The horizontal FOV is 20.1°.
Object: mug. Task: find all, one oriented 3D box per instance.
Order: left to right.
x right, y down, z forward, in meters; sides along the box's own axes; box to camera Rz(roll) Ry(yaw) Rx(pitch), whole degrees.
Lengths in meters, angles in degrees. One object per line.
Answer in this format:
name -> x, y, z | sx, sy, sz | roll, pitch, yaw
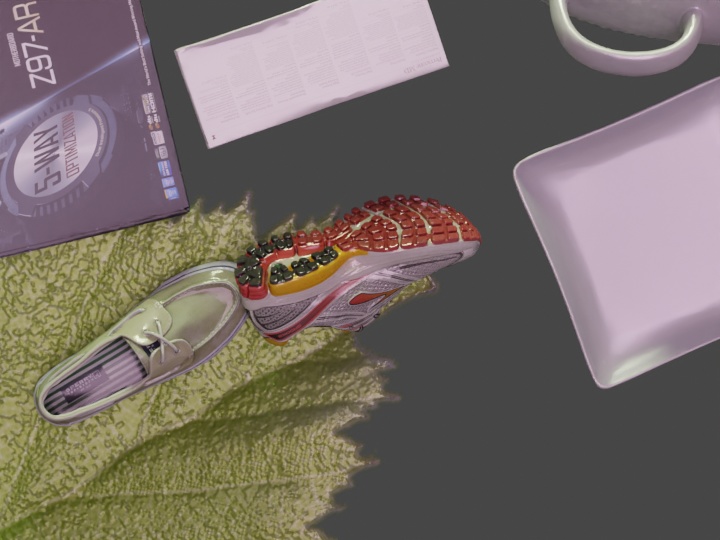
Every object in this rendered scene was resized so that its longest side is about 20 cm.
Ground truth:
mug -> 0.208, -0.233, 1.547 | 0.175, 0.148, 0.200 | 7, 60, 3

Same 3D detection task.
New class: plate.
plate -> 0.245, -0.032, 1.645 | 0.199, 0.032, 0.200 | -23, 98, -2

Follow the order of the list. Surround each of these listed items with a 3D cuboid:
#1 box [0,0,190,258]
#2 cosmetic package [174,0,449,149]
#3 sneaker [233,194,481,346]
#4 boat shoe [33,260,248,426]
box -> -0.231, -0.124, 1.580 | 0.160, 0.044, 0.201 | -13, 97, -5
cosmetic package -> -0.039, -0.166, 1.592 | 0.200, 0.051, 0.083 | -19, 96, -3
sneaker -> 0.000, 0.000, 1.612 | 0.200, 0.078, 0.082 | -17, 126, -9
boat shoe -> -0.166, 0.064, 1.597 | 0.200, 0.062, 0.072 | -35, 98, -2
